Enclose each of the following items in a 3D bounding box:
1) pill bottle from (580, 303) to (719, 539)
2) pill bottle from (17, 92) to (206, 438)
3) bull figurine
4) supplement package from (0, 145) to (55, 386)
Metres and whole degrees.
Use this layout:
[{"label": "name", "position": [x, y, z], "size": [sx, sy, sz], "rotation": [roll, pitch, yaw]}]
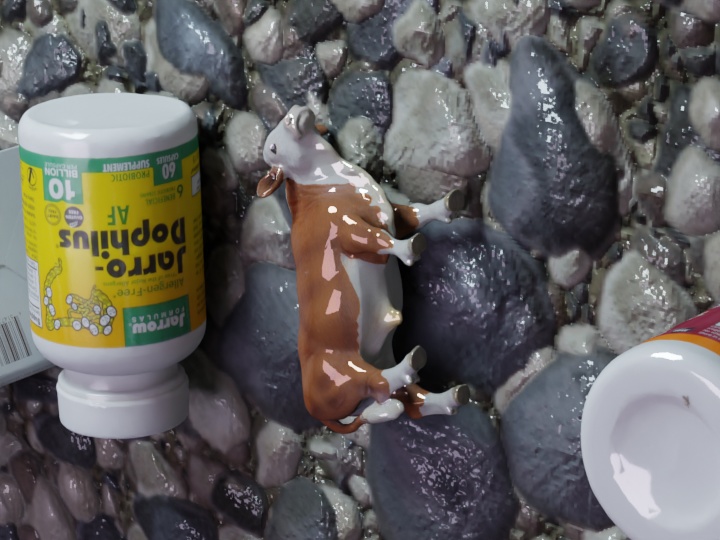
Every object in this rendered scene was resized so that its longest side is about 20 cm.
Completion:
[{"label": "pill bottle", "position": [0.205, 0.063, 1.234], "size": [0.109, 0.200, 0.110], "rotation": [15, 114, 36]}, {"label": "pill bottle", "position": [-0.154, -0.003, 1.583], "size": [0.112, 0.113, 0.201], "rotation": [13, 111, 37]}, {"label": "bull figurine", "position": [0.000, 0.000, 1.481], "size": [0.121, 0.065, 0.201], "rotation": [8, 110, 42]}, {"label": "supplement package", "position": [-0.311, 0.028, 1.674], "size": [0.200, 0.191, 0.148], "rotation": [-22, 88, 43]}]
